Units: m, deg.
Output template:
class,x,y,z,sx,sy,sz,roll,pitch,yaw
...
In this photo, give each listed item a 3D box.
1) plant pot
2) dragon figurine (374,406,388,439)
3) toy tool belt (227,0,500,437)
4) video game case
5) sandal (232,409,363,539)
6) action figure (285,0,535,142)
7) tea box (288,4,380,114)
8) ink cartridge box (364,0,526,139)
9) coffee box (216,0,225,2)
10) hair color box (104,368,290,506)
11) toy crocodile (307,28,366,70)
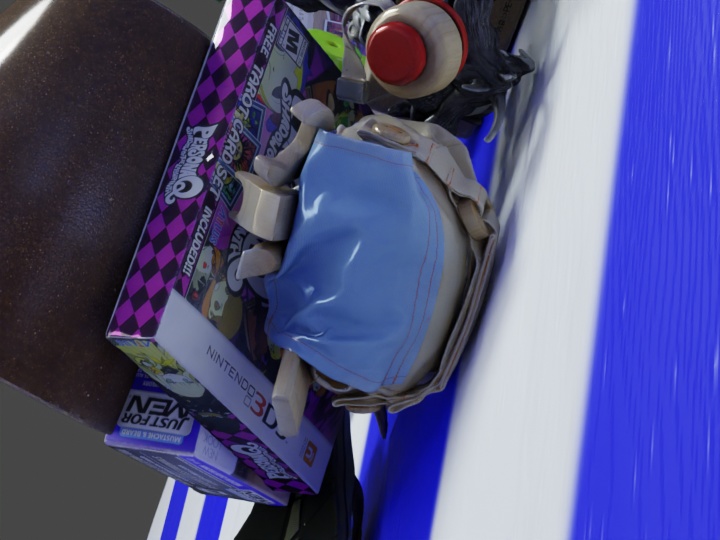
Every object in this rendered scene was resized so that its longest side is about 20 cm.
class,x,y,z,sx,sy,sz,roll,pitch,yaw
plant pot,-0.159,-0.048,1.314,0.200,0.187,0.187,-60,5,-4
dragon figurine,0.000,0.000,1.504,0.200,0.099,0.059,55,134,29
toy tool belt,0.000,-0.026,1.242,0.123,0.125,0.200,-23,-57,-57
video game case,-0.045,-0.012,1.328,0.181,0.036,0.200,49,-128,-50
sandal,-0.026,0.142,1.430,0.080,0.057,0.201,-24,32,25
action figure,0.039,-0.134,1.345,0.200,0.102,0.119,42,133,41
tea box,0.001,-0.227,1.732,0.200,0.133,0.197,99,-177,-58
ink cartridge box,0.065,-0.204,1.479,0.165,0.075,0.200,-83,10,-53
coffee box,-0.025,-0.229,1.425,0.200,0.044,0.123,-34,-28,-55
hair color box,-0.065,0.016,1.398,0.109,0.065,0.200,36,-115,-58
toy crocodile,-0.059,-0.105,1.489,0.200,0.062,0.068,-14,-44,-53
